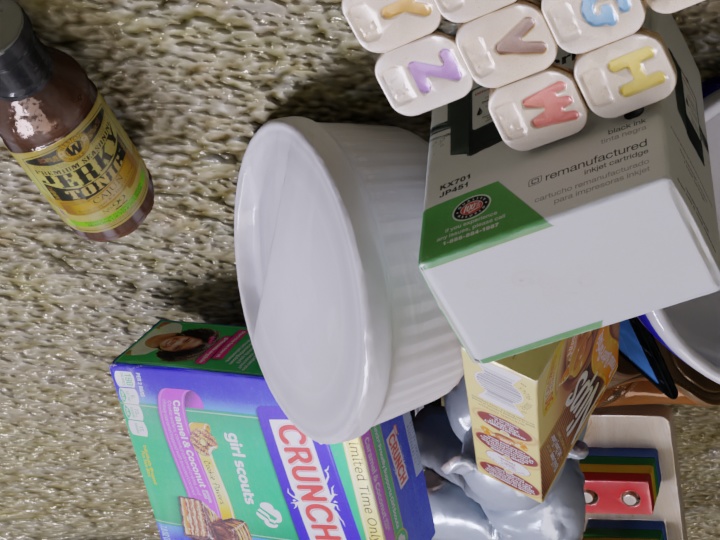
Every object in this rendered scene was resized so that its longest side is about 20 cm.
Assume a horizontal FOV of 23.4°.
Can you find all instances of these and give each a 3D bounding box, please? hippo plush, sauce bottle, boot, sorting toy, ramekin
[{"bbox_3d":[0.094,0.141,1.261,0.159,0.201,0.161,-12,156,12],"label":"hippo plush"},{"bbox_3d":[-0.177,-0.085,0.999,0.064,0.065,0.200,-13,153,8],"label":"sauce bottle"},{"bbox_3d":[0.200,0.093,1.439,0.199,0.077,0.155,1,162,-44],"label":"boot"},{"bbox_3d":[0.177,0.217,1.509,0.198,0.070,0.201,-1,120,20],"label":"sorting toy"},{"bbox_3d":[0.000,0.000,1.080,0.094,0.203,0.202,-10,156,-25],"label":"ramekin"}]

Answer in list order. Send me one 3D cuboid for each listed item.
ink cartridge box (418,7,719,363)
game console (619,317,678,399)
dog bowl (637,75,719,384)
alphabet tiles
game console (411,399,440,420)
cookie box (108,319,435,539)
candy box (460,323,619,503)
[{"bbox_3d":[0.116,-0.060,0.973,0.146,0.200,0.083,-20,125,20],"label":"ink cartridge box"},{"bbox_3d":[0.118,0.031,1.245,0.175,0.117,0.200,-15,151,13],"label":"game console"},{"bbox_3d":[0.259,-0.025,1.085,0.199,0.201,0.079,-5,-170,-7],"label":"dog bowl"},{"bbox_3d":[0.079,-0.157,0.869,0.195,0.015,0.200,-19,116,21],"label":"alphabet tiles"},{"bbox_3d":[-0.036,0.103,1.393,0.175,0.117,0.200,-29,152,-11],"label":"game console"},{"bbox_3d":[-0.061,0.128,1.243,0.199,0.075,0.172,2,119,29],"label":"cookie box"},{"bbox_3d":[0.117,0.055,1.095,0.055,0.116,0.200,26,158,18],"label":"candy box"}]
